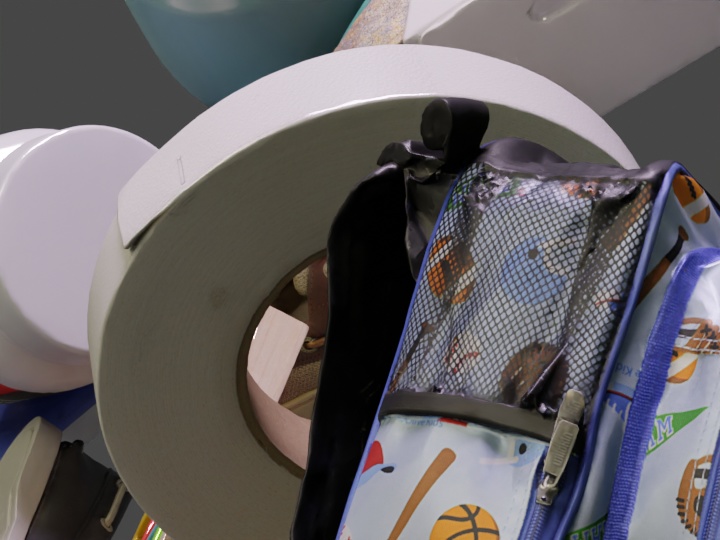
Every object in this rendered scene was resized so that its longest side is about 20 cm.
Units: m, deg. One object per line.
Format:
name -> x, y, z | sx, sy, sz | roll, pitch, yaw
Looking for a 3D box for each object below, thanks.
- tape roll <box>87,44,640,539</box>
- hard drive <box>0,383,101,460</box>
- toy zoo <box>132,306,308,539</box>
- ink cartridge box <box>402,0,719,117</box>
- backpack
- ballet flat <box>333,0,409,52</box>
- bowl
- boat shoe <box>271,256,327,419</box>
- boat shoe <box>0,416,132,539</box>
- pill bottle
tape roll -> 0.009, 0.021, 0.861 | 0.203, 0.203, 0.037 | -45, 29, 18
hard drive -> -0.119, 0.019, 1.240 | 0.200, 0.025, 0.132 | -39, 33, 27
toy zoo -> -0.081, 0.118, 1.007 | 0.200, 0.020, 0.131 | -58, 7, 48
ink cartridge box -> 0.103, -0.168, 1.036 | 0.145, 0.084, 0.201 | -31, 36, 37
backpack -> 0.077, 0.080, 0.735 | 0.154, 0.200, 0.191 | 13, 74, 46
ballet flat -> 0.008, -0.057, 1.100 | 0.200, 0.068, 0.067 | -51, 49, 13
bowl -> -0.041, -0.172, 1.140 | 0.200, 0.105, 0.202 | -6, 77, 25
boat shoe -> 0.000, 0.000, 1.030 | 0.200, 0.072, 0.072 | -32, 36, 36
boat shoe -> -0.143, 0.151, 1.085 | 0.074, 0.060, 0.200 | -48, 19, 39
pill bottle -> -0.154, 0.001, 1.144 | 0.200, 0.114, 0.114 | -14, 48, 60
